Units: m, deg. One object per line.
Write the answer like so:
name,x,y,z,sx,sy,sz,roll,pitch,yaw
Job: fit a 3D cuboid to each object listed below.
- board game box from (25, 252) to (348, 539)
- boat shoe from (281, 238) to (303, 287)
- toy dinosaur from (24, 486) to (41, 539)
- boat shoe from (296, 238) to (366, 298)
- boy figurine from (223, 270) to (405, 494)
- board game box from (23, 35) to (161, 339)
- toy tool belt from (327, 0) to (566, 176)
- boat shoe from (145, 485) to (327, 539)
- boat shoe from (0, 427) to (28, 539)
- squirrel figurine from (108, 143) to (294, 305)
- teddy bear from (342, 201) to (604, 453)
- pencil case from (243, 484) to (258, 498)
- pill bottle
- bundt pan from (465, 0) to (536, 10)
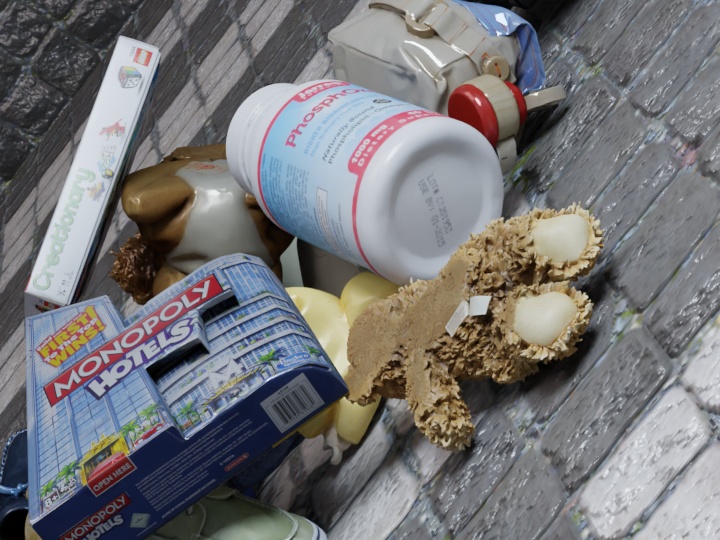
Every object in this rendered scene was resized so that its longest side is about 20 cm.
board game box,-0.131,0.065,1.418,0.200,0.062,0.200,-36,35,-1
boat shoe,-0.057,-0.051,1.829,0.060,0.072,0.202,-24,37,52
toy dinosaur,-0.218,0.179,1.593,0.200,0.058,0.101,-53,15,27
boat shoe,0.000,0.000,1.627,0.062,0.073,0.200,-12,0,-14
boy figurine,-0.036,0.061,1.480,0.200,0.124,0.064,-43,-15,-2
board game box,-0.192,-0.053,1.619,0.126,0.034,0.201,117,171,-71
toy tool belt,0.075,-0.136,1.534,0.122,0.125,0.200,-23,25,-26
boat shoe,-0.112,0.158,1.414,0.199,0.062,0.072,4,36,30
boat shoe,-0.244,0.195,1.742,0.084,0.069,0.201,-26,49,7
squirrel figurine,-0.111,0.011,1.675,0.200,0.141,0.188,-131,38,-68
teddy bear,0.073,0.032,1.321,0.200,0.067,0.146,-41,38,36
pencil case,-0.119,0.178,1.524,0.087,0.078,0.200,-27,25,24
pill bottle,-0.004,-0.064,1.478,0.109,0.109,0.200,-56,37,-7
bundt pan,0.088,-0.234,1.638,0.202,0.201,0.076,-31,70,54
